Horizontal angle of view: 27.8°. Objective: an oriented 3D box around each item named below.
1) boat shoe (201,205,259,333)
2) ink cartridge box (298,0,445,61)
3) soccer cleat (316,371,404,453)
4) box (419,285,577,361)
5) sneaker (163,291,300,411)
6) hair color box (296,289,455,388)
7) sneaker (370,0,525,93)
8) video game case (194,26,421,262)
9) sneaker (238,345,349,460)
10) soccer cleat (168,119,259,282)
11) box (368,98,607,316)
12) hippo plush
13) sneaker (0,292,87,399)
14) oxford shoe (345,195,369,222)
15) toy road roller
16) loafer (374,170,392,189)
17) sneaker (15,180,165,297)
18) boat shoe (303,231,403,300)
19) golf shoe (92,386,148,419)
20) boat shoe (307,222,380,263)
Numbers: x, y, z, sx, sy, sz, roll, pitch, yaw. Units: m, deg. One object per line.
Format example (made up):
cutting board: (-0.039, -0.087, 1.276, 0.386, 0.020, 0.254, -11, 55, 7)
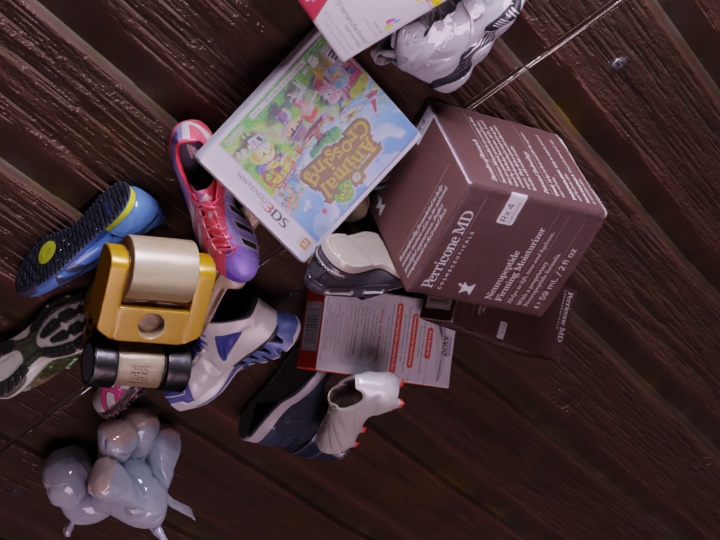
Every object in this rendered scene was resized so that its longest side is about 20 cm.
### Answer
boat shoe: (-0.157, -0.008, 1.722, 0.065, 0.072, 0.200, 40, 110, 2)
ink cartridge box: (0.024, -0.328, 1.473, 0.199, 0.086, 0.148, -28, 136, 12)
soccer cleat: (-0.018, 0.175, 1.849, 0.077, 0.070, 0.200, 14, 147, -24)
box: (0.181, 0.044, 1.885, 0.199, 0.075, 0.101, 19, 82, -36)
sneaker: (-0.185, 0.083, 1.833, 0.198, 0.081, 0.115, -33, 124, 21)
hair color box: (0.024, 0.084, 1.870, 0.198, 0.112, 0.064, 10, 175, -27)
sneaker: (0.095, -0.279, 1.552, 0.114, 0.076, 0.200, 10, 134, -31)
video game case: (-0.054, -0.137, 1.601, 0.200, 0.022, 0.182, -47, 121, -2)
sneaker: (-0.053, 0.180, 1.962, 0.145, 0.077, 0.202, 23, 130, -26)
soccer cleat: (-0.165, -0.071, 1.622, 0.066, 0.077, 0.202, -16, 109, 4)
box: (0.147, -0.071, 1.712, 0.198, 0.165, 0.167, 10, 126, -28)
hippo plush: (-0.333, 0.276, 1.952, 0.159, 0.160, 0.201, -8, 133, 33)
sneaker: (-0.372, 0.092, 1.790, 0.199, 0.077, 0.089, -29, 163, 12)
oxford shoe: (-0.065, -0.091, 1.690, 0.199, 0.074, 0.071, 22, 124, -35)
toy road roller: (-0.257, 0.036, 1.666, 0.122, 0.146, 0.202, 5, 117, -27)
loafer: (-0.038, -0.149, 1.647, 0.198, 0.072, 0.063, 19, 120, -31)
sneaker: (-0.311, -0.021, 1.682, 0.199, 0.066, 0.078, -35, 139, 17)
boat shoe: (0.000, 0.000, 1.689, 0.063, 0.073, 0.199, -48, 156, 19)
golf shoe: (-0.295, 0.114, 1.835, 0.092, 0.073, 0.200, 46, 133, 2)
boat shoe: (0.009, -0.012, 1.798, 0.198, 0.074, 0.063, 6, 129, -26)
